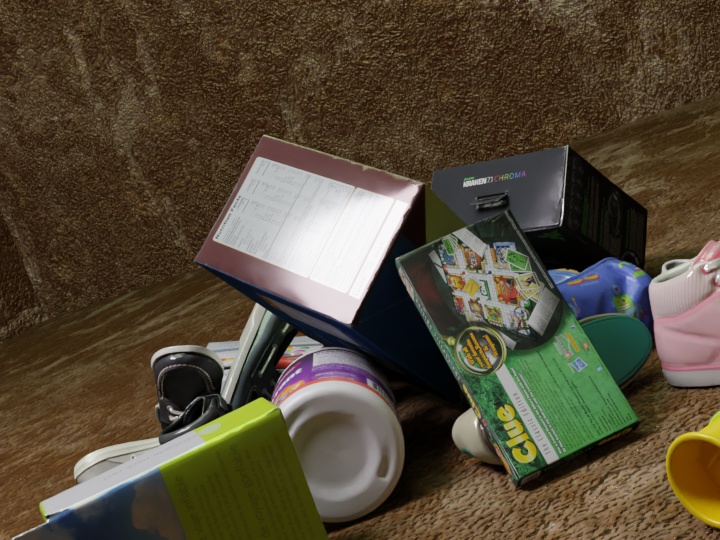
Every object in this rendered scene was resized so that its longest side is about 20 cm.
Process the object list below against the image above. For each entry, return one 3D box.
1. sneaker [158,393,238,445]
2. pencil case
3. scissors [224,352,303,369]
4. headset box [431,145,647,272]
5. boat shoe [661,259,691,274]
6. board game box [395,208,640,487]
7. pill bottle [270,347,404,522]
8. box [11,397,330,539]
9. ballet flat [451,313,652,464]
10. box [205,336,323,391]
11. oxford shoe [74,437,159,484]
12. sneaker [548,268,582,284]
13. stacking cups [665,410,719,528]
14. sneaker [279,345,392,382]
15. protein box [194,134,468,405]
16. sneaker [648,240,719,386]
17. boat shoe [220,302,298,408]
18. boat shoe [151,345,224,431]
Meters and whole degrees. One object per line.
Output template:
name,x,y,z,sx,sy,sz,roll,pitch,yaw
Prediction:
sneaker,-0.101,0.150,1.058,0.200,0.100,0.071,-25,7,-36
pencil case,0.176,0.047,1.004,0.199,0.087,0.078,-17,13,-29
scissors,-0.114,0.102,1.233,0.073,0.014,0.200,4,3,38
headset box,0.191,-0.051,1.244,0.174,0.093,0.200,-7,-23,38
boat shoe,0.325,0.017,0.966,0.072,0.066,0.200,-23,8,-12
board game box,0.116,0.054,0.862,0.104,0.201,0.023,-22,-26,-12
pill bottle,-0.023,0.128,0.961,0.111,0.112,0.200,-21,8,1
box,-0.130,0.188,0.800,0.199,0.122,0.048,-24,12,-18
ballet flat,0.154,0.096,0.920,0.200,0.070,0.069,-27,10,-30
box,-0.121,0.122,1.363,0.155,0.041,0.200,-4,10,3
oxford shoe,-0.187,0.197,1.141,0.199,0.058,0.075,-11,-31,-33
sneaker,0.151,0.063,1.132,0.200,0.075,0.088,-26,11,42
stacking cups,0.268,0.083,0.694,0.200,0.061,0.060,-27,10,-35
sneaker,-0.053,0.136,1.207,0.200,0.076,0.079,-23,-25,37
protein box,0.000,0.000,1.029,0.200,0.198,0.135,21,79,40
sneaker,0.303,0.025,0.842,0.200,0.105,0.075,-12,10,44
boat shoe,-0.101,0.105,1.144,0.073,0.062,0.201,124,166,-57
boat shoe,-0.179,0.138,1.170,0.073,0.061,0.200,2,-29,-8
